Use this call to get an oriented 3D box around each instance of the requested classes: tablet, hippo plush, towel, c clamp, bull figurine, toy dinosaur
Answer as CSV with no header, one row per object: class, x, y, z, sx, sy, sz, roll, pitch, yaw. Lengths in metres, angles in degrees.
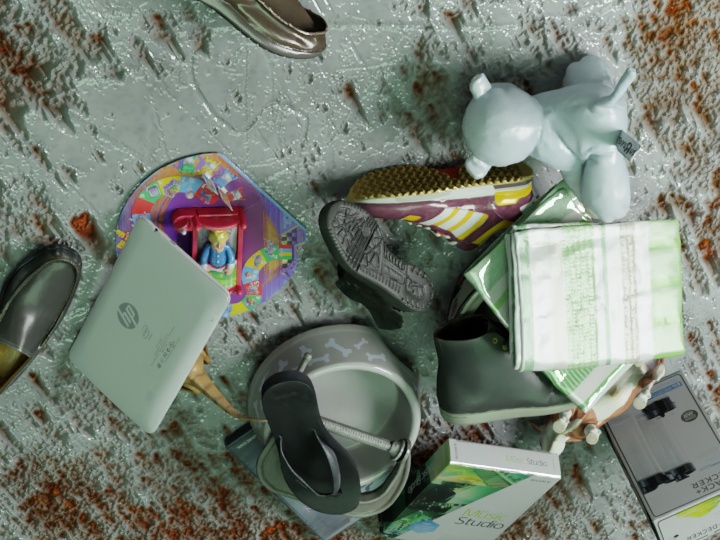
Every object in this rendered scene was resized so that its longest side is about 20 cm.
tablet,-0.219,0.058,1.638,0.130,0.014,0.201,40,120,14
hippo plush,0.180,-0.122,1.574,0.159,0.200,0.161,-6,103,0
towel,0.220,0.028,1.662,0.152,0.023,0.200,-43,105,-14
c clamp,-0.023,0.194,1.732,0.199,0.027,0.171,27,113,-26
towel,0.241,0.024,1.648,0.198,0.031,0.151,-3,94,-21
bull figurine,0.267,0.150,1.821,0.065,0.121,0.200,44,99,-4
toy dinosaur,-0.176,0.105,1.666,0.060,0.106,0.200,-44,81,-1

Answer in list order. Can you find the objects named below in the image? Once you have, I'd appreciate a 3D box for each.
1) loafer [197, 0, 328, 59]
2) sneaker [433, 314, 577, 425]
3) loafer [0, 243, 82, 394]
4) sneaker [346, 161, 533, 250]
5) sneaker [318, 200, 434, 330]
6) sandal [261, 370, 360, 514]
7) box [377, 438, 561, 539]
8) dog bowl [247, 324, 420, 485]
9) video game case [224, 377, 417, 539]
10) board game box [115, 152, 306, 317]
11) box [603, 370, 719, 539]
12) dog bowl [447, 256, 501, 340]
loafer,-0.103,-0.263,1.471,0.199,0.073,0.071,28,115,-28
sneaker,0.175,0.092,1.686,0.198,0.075,0.107,-14,120,-7
loafer,-0.344,0.062,1.634,0.072,0.073,0.201,25,114,-25
sneaker,0.084,-0.058,1.652,0.198,0.075,0.091,-6,119,-8
sneaker,0.001,-0.003,1.657,0.200,0.104,0.060,41,67,-33
sandal,-0.056,0.193,1.688,0.075,0.043,0.201,-20,126,8
box,0.123,0.261,1.852,0.143,0.037,0.200,10,143,-21
dog bowl,-0.024,0.157,1.760,0.198,0.059,0.202,-6,123,-9
video game case,-0.042,0.218,1.843,0.142,0.019,0.200,-34,123,11
board game box,-0.152,-0.021,1.642,0.158,0.039,0.200,-40,122,14
box,0.358,0.216,1.823,0.116,0.201,0.060,-23,126,4
dog bowl,0.184,0.053,1.751,0.198,0.074,0.202,-6,125,-9
